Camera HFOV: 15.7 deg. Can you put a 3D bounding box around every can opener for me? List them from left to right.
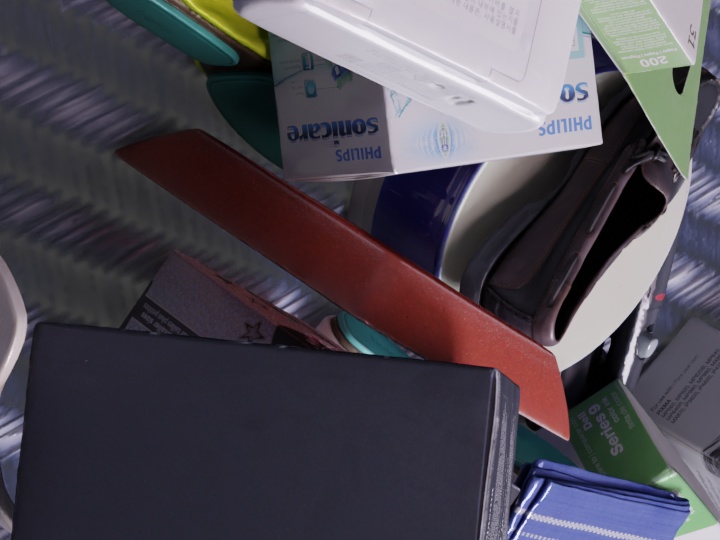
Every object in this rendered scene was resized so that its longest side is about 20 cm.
[{"bbox_3d":[0.160,0.011,1.589,0.079,0.063,0.201,-15,127,-67],"label":"can opener"}]

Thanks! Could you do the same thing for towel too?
[{"bbox_3d":[0.096,0.201,1.500,0.144,0.024,0.200,16,111,-44],"label":"towel"}]

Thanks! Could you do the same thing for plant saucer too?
[{"bbox_3d":[0.000,0.000,1.318,0.037,0.199,0.200,-57,140,1],"label":"plant saucer"}]

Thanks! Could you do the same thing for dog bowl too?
[{"bbox_3d":[0.092,-0.038,1.478,0.200,0.079,0.201,-25,132,-31],"label":"dog bowl"}]

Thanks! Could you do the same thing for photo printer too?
[{"bbox_3d":[0.036,-0.182,1.179,0.166,0.069,0.201,21,75,-36],"label":"photo printer"}]

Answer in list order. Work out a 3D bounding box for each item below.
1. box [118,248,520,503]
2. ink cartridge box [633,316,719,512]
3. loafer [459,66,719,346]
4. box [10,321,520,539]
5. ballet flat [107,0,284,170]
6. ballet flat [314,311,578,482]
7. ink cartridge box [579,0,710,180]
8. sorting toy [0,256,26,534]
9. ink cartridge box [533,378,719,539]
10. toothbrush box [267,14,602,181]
[{"bbox_3d":[-0.043,0.098,1.342,0.132,0.200,0.115,-56,141,0],"label":"box"},{"bbox_3d":[0.281,0.135,1.692,0.084,0.200,0.144,-49,140,-12],"label":"ink cartridge box"},{"bbox_3d":[0.138,-0.032,1.408,0.200,0.063,0.072,-45,141,-19],"label":"loafer"},{"bbox_3d":[-0.034,0.087,1.154,0.182,0.199,0.105,34,61,-83],"label":"box"},{"bbox_3d":[-0.057,-0.119,1.293,0.200,0.067,0.067,43,62,-48],"label":"ballet flat"},{"bbox_3d":[0.042,0.097,1.495,0.200,0.069,0.070,34,91,-20],"label":"ballet flat"},{"bbox_3d":[0.158,-0.160,1.333,0.200,0.048,0.146,48,45,-46],"label":"ink cartridge box"},{"bbox_3d":[-0.191,0.031,1.161,0.107,0.180,0.201,-19,128,-29],"label":"sorting toy"},{"bbox_3d":[0.117,0.178,1.600,0.200,0.088,0.145,-35,139,7],"label":"ink cartridge box"},{"bbox_3d":[0.031,-0.149,1.274,0.146,0.085,0.201,-8,95,-41],"label":"toothbrush box"}]
